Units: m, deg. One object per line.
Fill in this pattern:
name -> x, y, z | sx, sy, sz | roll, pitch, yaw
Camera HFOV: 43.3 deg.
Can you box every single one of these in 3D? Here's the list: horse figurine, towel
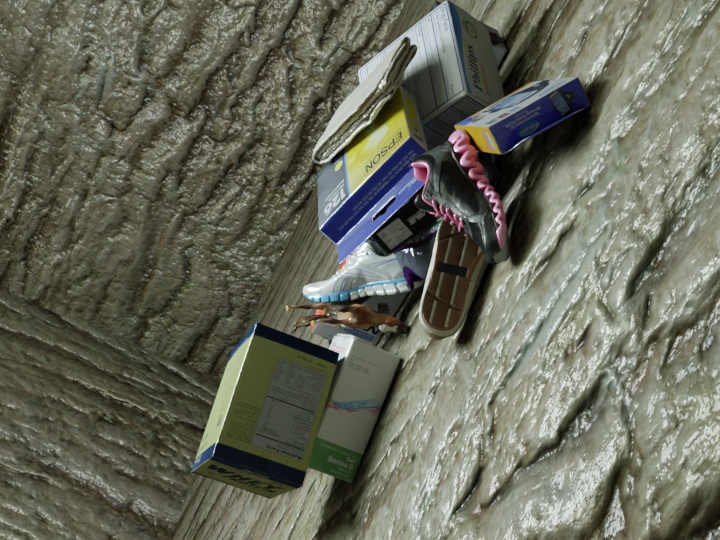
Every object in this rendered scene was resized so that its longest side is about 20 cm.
horse figurine -> -0.033, 0.073, 1.419 | 0.200, 0.132, 0.050 | -5, 84, 59
towel -> 0.007, -0.248, 1.337 | 0.200, 0.034, 0.133 | -38, 20, 47

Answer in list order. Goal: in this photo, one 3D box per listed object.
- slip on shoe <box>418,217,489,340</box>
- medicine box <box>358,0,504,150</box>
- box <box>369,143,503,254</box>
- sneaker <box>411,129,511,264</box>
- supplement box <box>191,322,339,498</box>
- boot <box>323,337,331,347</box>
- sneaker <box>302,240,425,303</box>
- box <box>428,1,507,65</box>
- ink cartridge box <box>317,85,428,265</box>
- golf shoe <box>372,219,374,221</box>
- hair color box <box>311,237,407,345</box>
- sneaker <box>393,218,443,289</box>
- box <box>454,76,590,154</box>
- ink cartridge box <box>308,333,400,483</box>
slip on shoe -> 0.125, -0.007, 1.138 | 0.061, 0.076, 0.201 | 77, -151, -70
medicine box -> 0.106, -0.270, 1.387 | 0.200, 0.103, 0.183 | -31, 53, 36
box -> 0.109, -0.125, 1.273 | 0.200, 0.044, 0.160 | -36, 16, 25
sneaker -> 0.117, -0.079, 1.097 | 0.079, 0.095, 0.201 | 71, 179, -51
supplement box -> -0.144, 0.213, 1.345 | 0.200, 0.134, 0.201 | 135, 154, -64
boot -> -0.036, 0.101, 1.719 | 0.163, 0.073, 0.199 | -86, 22, -52
sneaker -> 0.000, 0.000, 1.408 | 0.075, 0.199, 0.087 | -24, -78, -70
box -> 0.145, -0.330, 1.554 | 0.115, 0.132, 0.201 | -90, 25, -59
ink cartridge box -> 0.013, -0.138, 1.288 | 0.198, 0.047, 0.201 | -43, 29, 26
golf shoe -> 0.015, -0.074, 1.622 | 0.092, 0.072, 0.201 | 67, -172, -66
hair color box -> 0.009, 0.037, 1.499 | 0.064, 0.110, 0.201 | -83, 19, -56
sneaker -> 0.119, -0.027, 1.271 | 0.200, 0.074, 0.088 | -17, 91, 59
box -> 0.191, -0.186, 1.087 | 0.119, 0.042, 0.200 | -30, 10, -2
ink cartridge box -> -0.026, 0.204, 1.379 | 0.145, 0.087, 0.201 | 169, 122, -77
